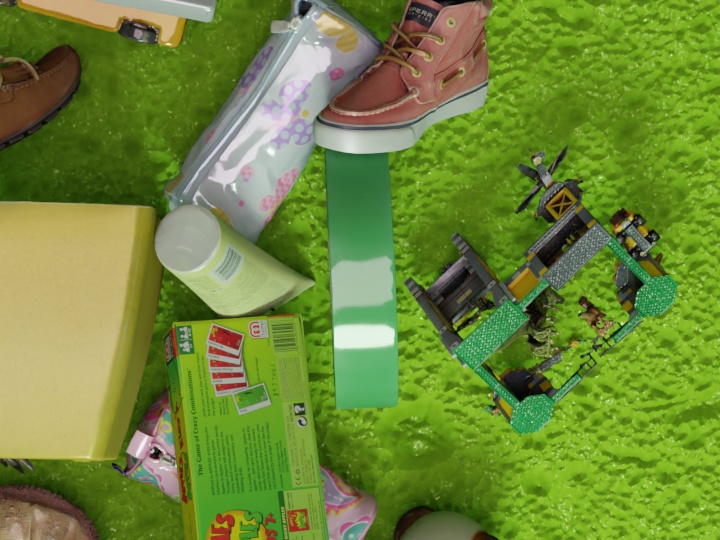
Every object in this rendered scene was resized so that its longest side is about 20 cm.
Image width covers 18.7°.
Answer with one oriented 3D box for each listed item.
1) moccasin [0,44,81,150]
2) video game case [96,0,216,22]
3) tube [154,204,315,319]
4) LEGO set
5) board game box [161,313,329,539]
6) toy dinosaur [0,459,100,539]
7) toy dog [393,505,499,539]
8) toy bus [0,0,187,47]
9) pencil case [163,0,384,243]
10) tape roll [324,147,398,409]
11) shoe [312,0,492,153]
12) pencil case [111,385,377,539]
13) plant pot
[{"bbox_3d":[-0.279,-0.121,1.583,0.201,0.073,0.078,-37,103,-40],"label":"moccasin"},{"bbox_3d":[-0.190,-0.278,1.575,0.198,0.022,0.184,10,65,-5],"label":"video game case"},{"bbox_3d":[-0.095,0.004,1.612,0.057,0.200,0.052,7,77,19],"label":"tube"},{"bbox_3d":[0.132,0.012,1.668,0.153,0.116,0.200,31,105,-37],"label":"LEGO set"},{"bbox_3d":[-0.085,0.138,1.628,0.101,0.048,0.202,-4,76,-17],"label":"board game box"},{"bbox_3d":[-0.263,0.193,1.694,0.198,0.086,0.137,21,93,-11],"label":"toy dinosaur"},{"bbox_3d":[0.030,0.274,1.681,0.200,0.139,0.195,-47,121,-23],"label":"toy dog"},{"bbox_3d":[-0.221,-0.221,1.611,0.198,0.078,0.066,14,100,-4],"label":"toy bus"},{"bbox_3d":[-0.065,-0.114,1.628,0.083,0.091,0.201,37,101,15],"label":"pencil case"},{"bbox_3d":[0.000,0.000,1.597,0.048,0.201,0.203,-2,101,-2],"label":"tape roll"},{"bbox_3d":[0.032,-0.150,1.575,0.071,0.200,0.092,17,116,29],"label":"shoe"},{"bbox_3d":[-0.087,0.167,1.688,0.199,0.087,0.088,30,99,-8],"label":"pencil case"},{"bbox_3d":[-0.245,0.049,1.582,0.198,0.200,0.178,1,86,-1],"label":"plant pot"}]
